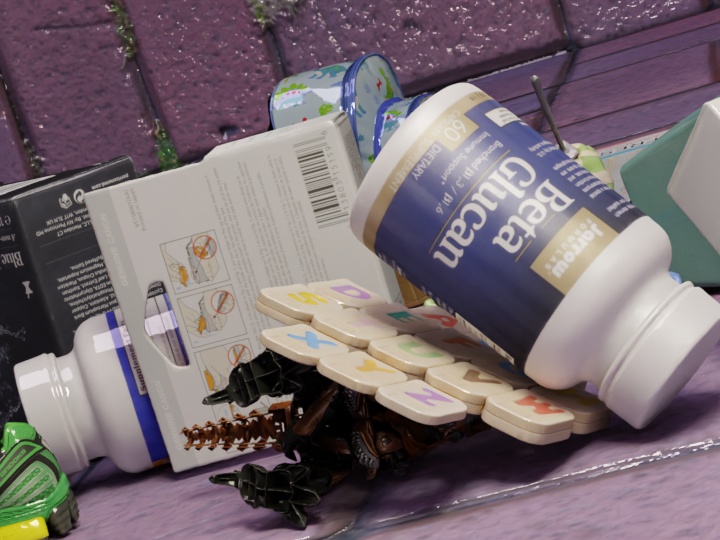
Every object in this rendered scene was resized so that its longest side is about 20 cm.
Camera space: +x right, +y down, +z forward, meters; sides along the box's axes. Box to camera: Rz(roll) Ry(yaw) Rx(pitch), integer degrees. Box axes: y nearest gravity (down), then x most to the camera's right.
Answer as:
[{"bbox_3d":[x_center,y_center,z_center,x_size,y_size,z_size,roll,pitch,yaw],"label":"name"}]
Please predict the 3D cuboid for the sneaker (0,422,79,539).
[{"bbox_3d":[-0.285,0.151,1.300,0.199,0.085,0.078,-19,9,-5],"label":"sneaker"}]

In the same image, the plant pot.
[{"bbox_3d":[0.291,-0.071,1.392,0.199,0.142,0.141,-19,7,29],"label":"plant pot"}]

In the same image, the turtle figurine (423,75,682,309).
[{"bbox_3d":[0.097,-0.020,1.335,0.199,0.144,0.194,19,-24,-20],"label":"turtle figurine"}]

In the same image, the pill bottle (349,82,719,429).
[{"bbox_3d":[0.101,-0.005,1.133,0.111,0.200,0.111,-47,-16,-18],"label":"pill bottle"}]

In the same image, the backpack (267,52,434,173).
[{"bbox_3d":[0.011,-0.091,1.825,0.146,0.201,0.183,-14,9,18],"label":"backpack"}]

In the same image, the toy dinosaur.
[{"bbox_3d":[-0.019,0.096,1.205,0.200,0.102,0.136,-33,-15,28],"label":"toy dinosaur"}]

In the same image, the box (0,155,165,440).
[{"bbox_3d":[-0.245,0.032,1.566,0.117,0.201,0.196,-24,11,-41],"label":"box"}]

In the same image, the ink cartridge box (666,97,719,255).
[{"bbox_3d":[0.303,-0.052,1.179,0.199,0.147,0.083,-21,-30,-27],"label":"ink cartridge box"}]

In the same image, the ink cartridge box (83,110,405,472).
[{"bbox_3d":[-0.065,0.017,1.319,0.173,0.201,0.044,-14,11,13],"label":"ink cartridge box"}]

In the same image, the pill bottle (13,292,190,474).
[{"bbox_3d":[-0.129,0.072,1.394,0.199,0.112,0.112,-19,9,-6],"label":"pill bottle"}]

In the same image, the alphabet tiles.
[{"bbox_3d":[0.041,0.048,1.158,0.200,0.015,0.195,24,15,30],"label":"alphabet tiles"}]

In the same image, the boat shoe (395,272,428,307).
[{"bbox_3d":[0.000,0.000,1.701,0.199,0.074,0.069,-17,15,9],"label":"boat shoe"}]

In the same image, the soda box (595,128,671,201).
[{"bbox_3d":[0.228,-0.075,1.752,0.199,0.064,0.068,-16,9,13],"label":"soda box"}]
